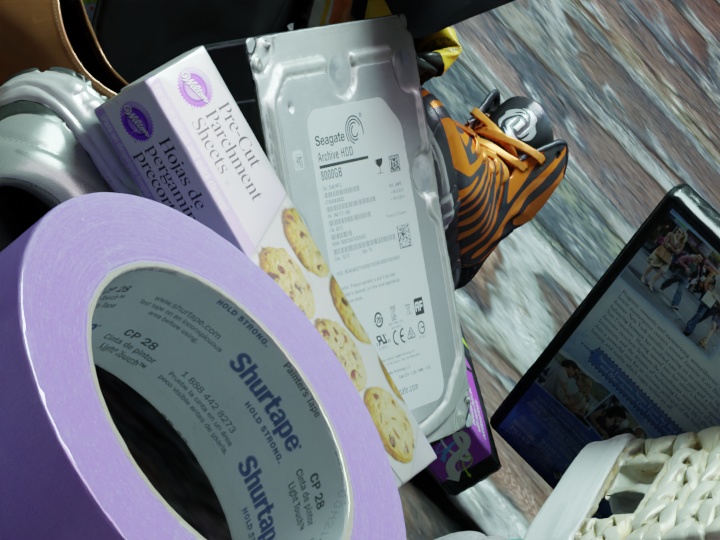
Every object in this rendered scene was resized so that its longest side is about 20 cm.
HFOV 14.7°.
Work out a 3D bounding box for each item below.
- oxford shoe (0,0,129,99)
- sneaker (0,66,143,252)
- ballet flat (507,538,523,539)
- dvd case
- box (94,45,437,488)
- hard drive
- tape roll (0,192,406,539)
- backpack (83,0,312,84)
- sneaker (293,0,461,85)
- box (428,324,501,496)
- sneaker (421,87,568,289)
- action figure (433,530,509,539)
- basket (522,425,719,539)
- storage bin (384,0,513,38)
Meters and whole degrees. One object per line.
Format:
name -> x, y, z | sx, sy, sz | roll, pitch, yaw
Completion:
oxford shoe -> -0.168, -0.128, 1.254 | 0.200, 0.071, 0.071 | 48, 19, -3
sneaker -> -0.098, 0.012, 1.170 | 0.200, 0.074, 0.079 | 48, 40, -15
ballet flat -> 0.103, 0.176, 1.322 | 0.200, 0.070, 0.066 | 23, 39, -52
dvd case -> 0.155, 0.066, 1.331 | 0.143, 0.200, 0.018 | 45, 48, 10
box -> -0.039, 0.007, 1.150 | 0.041, 0.039, 0.201 | -34, 97, -43
hard drive -> -0.009, -0.012, 1.268 | 0.139, 0.038, 0.201 | -15, 96, -57
tape roll -> -0.073, 0.071, 1.045 | 0.200, 0.066, 0.201 | 37, 31, -27
backpack -> -0.087, -0.157, 1.379 | 0.153, 0.164, 0.200 | 30, 11, 0
sneaker -> 0.006, -0.106, 1.473 | 0.200, 0.089, 0.070 | 101, -6, -61
box -> 0.000, 0.000, 1.400 | 0.200, 0.036, 0.143 | 53, 12, -29
sneaker -> 0.053, -0.065, 1.486 | 0.077, 0.112, 0.200 | 40, -16, 18
action figure -> 0.066, 0.194, 1.143 | 0.200, 0.104, 0.194 | 31, 35, -45
basket -> 0.171, 0.178, 1.259 | 0.136, 0.123, 0.201 | -44, 117, -60
storage bin -> 0.037, -0.210, 1.337 | 0.145, 0.134, 0.201 | -24, 81, -31
